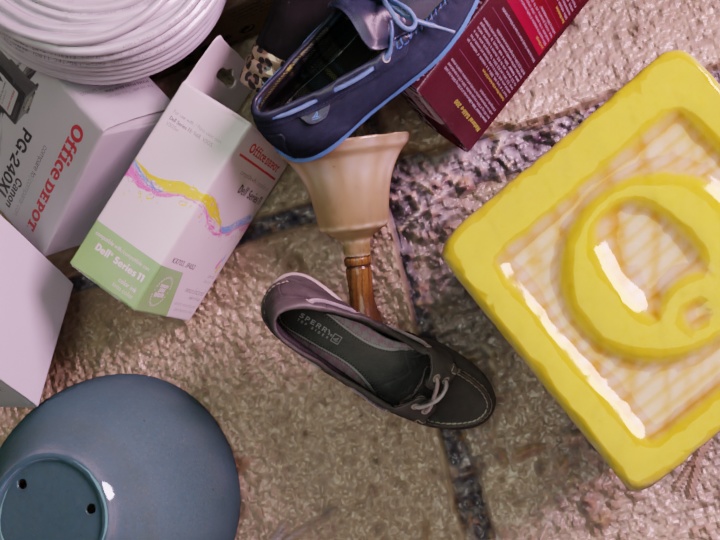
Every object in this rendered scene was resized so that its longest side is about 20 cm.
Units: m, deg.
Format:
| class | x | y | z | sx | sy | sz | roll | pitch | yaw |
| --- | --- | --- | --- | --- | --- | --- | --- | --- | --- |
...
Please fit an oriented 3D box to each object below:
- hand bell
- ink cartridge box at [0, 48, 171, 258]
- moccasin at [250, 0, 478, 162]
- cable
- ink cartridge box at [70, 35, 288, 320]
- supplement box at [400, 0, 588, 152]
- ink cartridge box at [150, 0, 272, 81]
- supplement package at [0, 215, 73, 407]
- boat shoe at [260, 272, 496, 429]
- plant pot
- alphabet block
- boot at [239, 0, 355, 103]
| class | x | y | z | sx | sy | sz | roll | pitch | yaw |
| --- | --- | --- | --- | --- | --- | --- | --- | --- | --- |
| hand bell | 0.000 | 0.000 | 0.808 | 0.103 | 0.104 | 0.203 | -7 | 95 | 10 |
| ink cartridge box | -0.258 | -0.134 | 0.829 | 0.200 | 0.083 | 0.146 | 46 | 126 | 12 |
| moccasin | 0.008 | -0.156 | 0.710 | 0.200 | 0.068 | 0.080 | -50 | 57 | 4 |
| cable | -0.190 | -0.232 | 0.755 | 0.197 | 0.069 | 0.203 | 0 | 70 | -6 |
| ink cartridge box | -0.123 | -0.066 | 0.808 | 0.067 | 0.117 | 0.201 | 32 | 91 | 13 |
| supplement box | 0.105 | -0.200 | 0.779 | 0.061 | 0.109 | 0.201 | 40 | 92 | 32 |
| ink cartridge box | -0.122 | -0.273 | 0.851 | 0.198 | 0.075 | 0.166 | -23 | 82 | 8 |
| supplement package | -0.346 | 0.036 | 0.814 | 0.197 | 0.110 | 0.115 | -2 | 60 | 19 |
| boat shoe | 0.014 | 0.070 | 0.768 | 0.199 | 0.057 | 0.067 | 29 | 104 | -11 |
| plant pot | -0.204 | 0.179 | 0.791 | 0.197 | 0.135 | 0.203 | -1 | 84 | 10 |
| alphabet block | 0.190 | 0.006 | 0.701 | 0.196 | 0.200 | 0.196 | -41 | 78 | 4 |
| boot | 0.005 | -0.195 | 0.791 | 0.073 | 0.199 | 0.152 | 41 | 117 | 35 |
